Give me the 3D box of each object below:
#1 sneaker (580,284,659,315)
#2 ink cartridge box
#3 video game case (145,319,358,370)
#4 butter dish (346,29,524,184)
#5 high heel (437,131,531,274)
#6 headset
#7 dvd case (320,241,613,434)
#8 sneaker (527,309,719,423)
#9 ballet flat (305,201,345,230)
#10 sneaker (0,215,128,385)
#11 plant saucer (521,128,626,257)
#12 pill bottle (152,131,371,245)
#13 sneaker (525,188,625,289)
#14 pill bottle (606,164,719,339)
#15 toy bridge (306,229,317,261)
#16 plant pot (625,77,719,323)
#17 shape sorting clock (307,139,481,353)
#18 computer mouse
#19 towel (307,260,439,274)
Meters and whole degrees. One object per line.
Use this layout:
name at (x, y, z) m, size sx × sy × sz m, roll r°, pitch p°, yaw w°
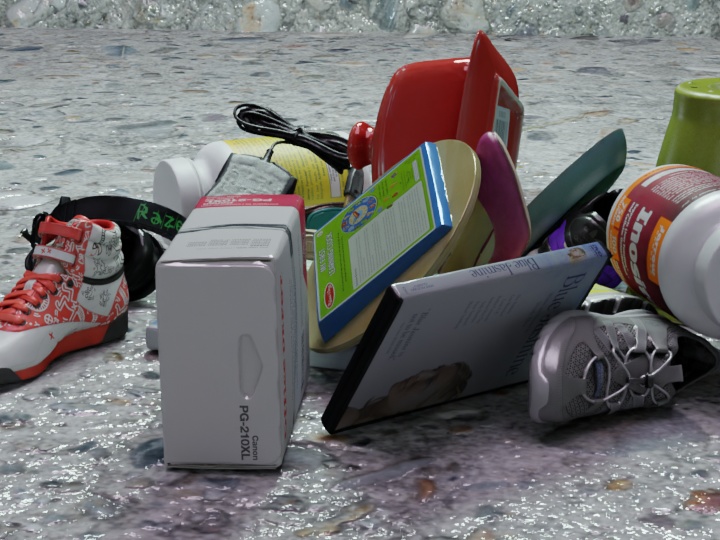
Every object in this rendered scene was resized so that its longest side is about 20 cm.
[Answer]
sneaker at (0.131, 0.039, 1.396) m, size 0.198 × 0.079 × 0.090 m, roll 8°, pitch 12°, yaw -16°
ink cartridge box at (-0.086, 0.038, 1.242) m, size 0.083 × 0.146 × 0.200 m, roll 0°, pitch 14°, yaw 4°
video game case at (-0.053, 0.042, 1.477) m, size 0.198 × 0.023 × 0.182 m, roll 6°, pitch 15°, yaw 17°
butter dish at (0.059, -0.107, 1.596) m, size 0.146 × 0.202 × 0.200 m, roll 8°, pitch -5°, yaw 16°
high heel at (0.085, -0.025, 1.412) m, size 0.095 × 0.201 × 0.068 m, roll -15°, pitch 51°, yaw -3°
headset at (-0.230, -0.032, 1.555) m, size 0.199 × 0.095 × 0.123 m, roll -18°, pitch -32°, yaw 40°
dvd case at (0.076, 0.047, 1.251) m, size 0.199 × 0.143 × 0.018 m, roll -12°, pitch 52°, yaw -36°
sneaker at (0.192, 0.066, 1.277) m, size 0.081 × 0.076 × 0.199 m, roll 11°, pitch 18°, yaw 38°
ballet flat at (-0.064, -0.032, 1.673) m, size 0.198 × 0.069 × 0.067 m, roll -5°, pitch 12°, yaw -23°
sneaker at (-0.257, 0.017, 1.395) m, size 0.067 × 0.109 × 0.201 m, roll 8°, pitch 17°, yaw 29°
plant saucer at (0.169, -0.045, 1.569) m, size 0.027 × 0.200 × 0.200 m, roll 47°, pitch 28°, yaw 9°
pill bottle at (-0.099, -0.075, 1.743) m, size 0.198 × 0.114 × 0.112 m, roll -6°, pitch 16°, yaw -25°
sneaker at (0.215, -0.028, 1.535) m, size 0.070 × 0.100 × 0.200 m, roll 46°, pitch 21°, yaw 8°
pill bottle at (0.267, -0.013, 1.345) m, size 0.112 × 0.114 × 0.200 m, roll -2°, pitch 11°, yaw -9°
toy bridge at (-0.049, -0.024, 1.537) m, size 0.198 × 0.028 × 0.067 m, roll -1°, pitch 7°, yaw -34°
plant pot at (0.337, -0.067, 1.554) m, size 0.198 × 0.195 × 0.201 m, roll 0°, pitch 15°, yaw 0°
shape sorting clock at (0.021, -0.018, 1.370) m, size 0.199 × 0.039 × 0.201 m, roll -36°, pitch 27°, yaw 21°
computer mouse at (-0.073, -0.061, 1.623) m, size 0.139 × 0.046 × 0.201 m, roll 18°, pitch 47°, yaw -3°
towel at (0.000, 0.000, 1.556) m, size 0.151 × 0.024 × 0.200 m, roll 0°, pitch 7°, yaw -26°
